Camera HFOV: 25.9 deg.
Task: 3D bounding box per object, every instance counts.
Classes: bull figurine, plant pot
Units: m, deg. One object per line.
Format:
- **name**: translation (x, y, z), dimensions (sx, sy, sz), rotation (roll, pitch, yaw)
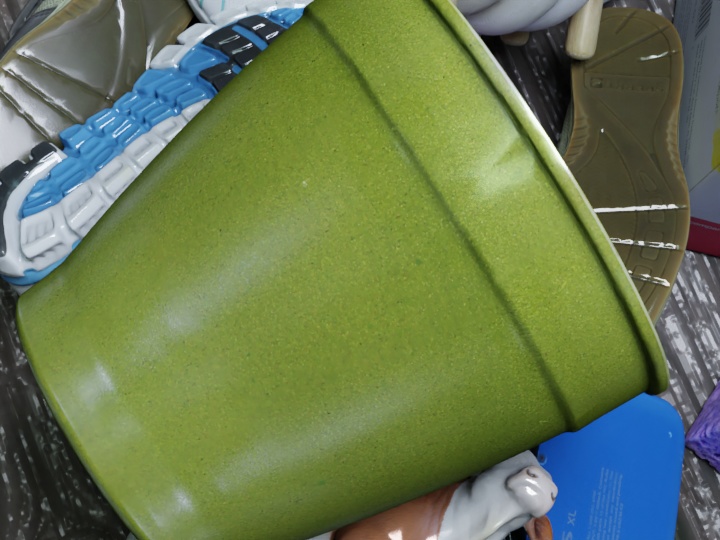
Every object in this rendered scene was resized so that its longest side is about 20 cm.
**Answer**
- **bull figurine**: translation (-0.013, 0.118, 0.655), dimensions (0.121, 0.198, 0.066), rotation (-46, 124, -51)
- **plant pot**: translation (-0.018, 0.014, 0.595), dimensions (0.192, 0.200, 0.201), rotation (-34, 82, -1)

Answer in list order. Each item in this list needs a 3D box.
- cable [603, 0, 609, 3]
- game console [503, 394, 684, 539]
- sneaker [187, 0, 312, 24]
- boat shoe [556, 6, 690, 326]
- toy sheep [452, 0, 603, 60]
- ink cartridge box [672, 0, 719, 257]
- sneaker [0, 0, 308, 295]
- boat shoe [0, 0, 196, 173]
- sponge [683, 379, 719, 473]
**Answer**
- **cable**: translation (0.162, -0.195, 0.821), dimensions (0.197, 0.050, 0.098), rotation (-12, 65, -10)
- **game console**: translation (0.047, 0.141, 0.732), dimensions (0.170, 0.118, 0.203), rotation (23, 70, -35)
- **sneaker**: translation (-0.056, -0.161, 0.717), dimensions (0.200, 0.080, 0.071), rotation (42, 62, -25)
- **boat shoe**: translation (0.116, -0.032, 0.740), dimensions (0.072, 0.063, 0.203), rotation (6, 57, 6)
- **toy sheep**: translation (0.068, -0.169, 0.720), dimensions (0.198, 0.137, 0.140), rotation (-2, 73, -40)
- **ink cartridge box**: translation (0.208, -0.101, 0.726), dimensions (0.082, 0.200, 0.147), rotation (15, 73, -4)
- **sneaker**: translation (-0.076, -0.044, 0.707), dimensions (0.199, 0.087, 0.075), rotation (-35, 44, -11)
- **boat shoe**: translation (-0.131, -0.103, 0.748), dimensions (0.072, 0.066, 0.202), rotation (37, 69, -23)
- **sponge**: translation (0.231, 0.003, 0.748), dimensions (0.030, 0.112, 0.201), rotation (35, 73, 1)
